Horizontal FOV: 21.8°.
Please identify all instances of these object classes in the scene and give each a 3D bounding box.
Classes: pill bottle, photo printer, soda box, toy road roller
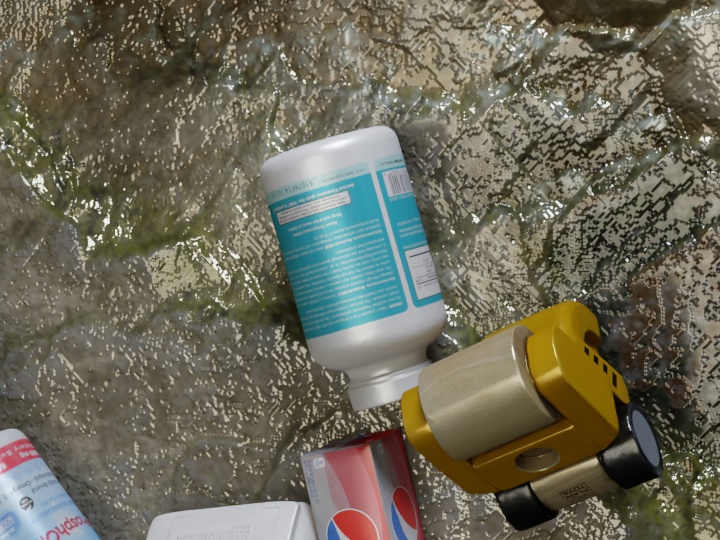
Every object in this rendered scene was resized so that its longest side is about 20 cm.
[{"bbox_3d":[-0.273,0.242,1.569,0.109,0.109,0.200,-42,80,22],"label":"pill bottle"},{"bbox_3d":[-0.113,0.285,1.461,0.165,0.069,0.201,-11,50,32],"label":"photo printer"},{"bbox_3d":[0.014,0.231,1.463,0.063,0.070,0.202,-13,91,23],"label":"soda box"},{"bbox_3d":[0.120,0.082,1.342,0.122,0.200,0.147,-25,50,23],"label":"toy road roller"},{"bbox_3d":[0.000,0.000,1.419,0.110,0.111,0.202,-15,90,24],"label":"pill bottle"}]
